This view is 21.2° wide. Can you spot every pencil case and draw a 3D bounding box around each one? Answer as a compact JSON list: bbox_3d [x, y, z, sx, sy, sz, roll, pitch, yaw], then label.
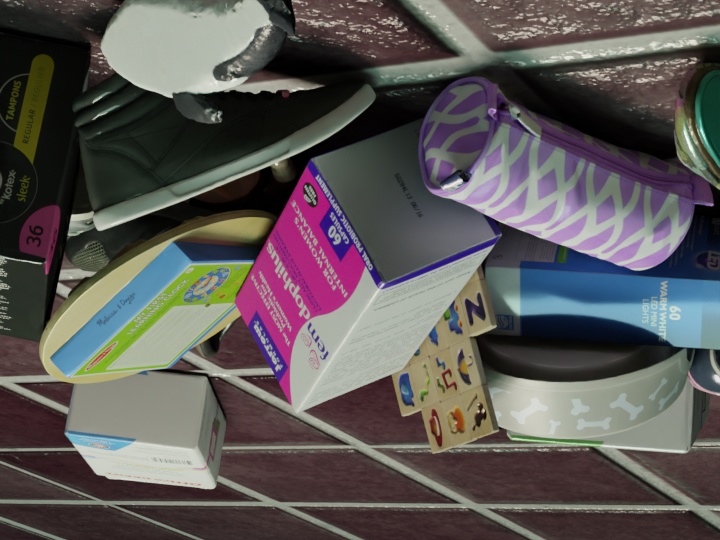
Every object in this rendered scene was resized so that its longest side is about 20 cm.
[{"bbox_3d":[0.130,-0.064,1.248,0.199,0.085,0.085,18,136,-35],"label":"pencil case"}]

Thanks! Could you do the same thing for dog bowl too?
[{"bbox_3d":[0.153,0.052,1.412,0.198,0.201,0.059,3,120,12],"label":"dog bowl"}]

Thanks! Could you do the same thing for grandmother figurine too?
[{"bbox_3d":[-0.094,-0.062,1.375,0.120,0.061,0.199,4,161,40],"label":"grandmother figurine"}]

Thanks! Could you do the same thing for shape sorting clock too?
[{"bbox_3d":[-0.139,0.019,1.372,0.199,0.039,0.200,-30,163,-10],"label":"shape sorting clock"}]

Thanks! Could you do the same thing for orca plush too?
[{"bbox_3d":[-0.077,-0.156,1.112,0.106,0.071,0.200,55,148,-1],"label":"orca plush"}]

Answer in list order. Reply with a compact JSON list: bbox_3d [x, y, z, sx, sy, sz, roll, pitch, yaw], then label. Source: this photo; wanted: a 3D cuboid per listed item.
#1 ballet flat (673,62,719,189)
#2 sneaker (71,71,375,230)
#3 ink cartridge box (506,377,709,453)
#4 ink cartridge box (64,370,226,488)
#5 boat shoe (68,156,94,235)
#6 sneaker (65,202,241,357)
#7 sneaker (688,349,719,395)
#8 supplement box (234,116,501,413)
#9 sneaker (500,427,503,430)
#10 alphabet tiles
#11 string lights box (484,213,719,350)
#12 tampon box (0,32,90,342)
[{"bbox_3d":[0.244,-0.075,1.202,0.199,0.070,0.071,22,177,-39],"label":"ballet flat"},{"bbox_3d":[-0.092,-0.107,1.218,0.198,0.100,0.071,-22,-175,-9],"label":"sneaker"},{"bbox_3d":[0.207,0.088,1.562,0.143,0.085,0.200,3,-175,14],"label":"ink cartridge box"},{"bbox_3d":[-0.231,0.172,2.098,0.143,0.086,0.200,6,161,4],"label":"ink cartridge box"},{"bbox_3d":[-0.286,-0.057,1.440,0.198,0.074,0.062,4,159,-6],"label":"boat shoe"},{"bbox_3d":[-0.161,0.006,1.519,0.197,0.115,0.076,0,159,28],"label":"sneaker"},{"bbox_3d":[0.332,0.044,1.439,0.198,0.071,0.082,-13,170,-20],"label":"sneaker"},{"bbox_3d":[0.000,0.000,1.327,0.103,0.102,0.200,-22,160,-29],"label":"supplement box"},{"bbox_3d":[0.079,0.088,1.605,0.086,0.075,0.200,-4,-169,10],"label":"sneaker"},{"bbox_3d":[0.050,0.025,1.369,0.007,0.202,0.167,-10,171,-26],"label":"alphabet tiles"},{"bbox_3d":[0.193,0.003,1.371,0.198,0.103,0.060,4,118,12],"label":"string lights box"},{"bbox_3d":[-0.259,-0.056,1.301,0.125,0.152,0.200,11,162,-7],"label":"tampon box"}]
